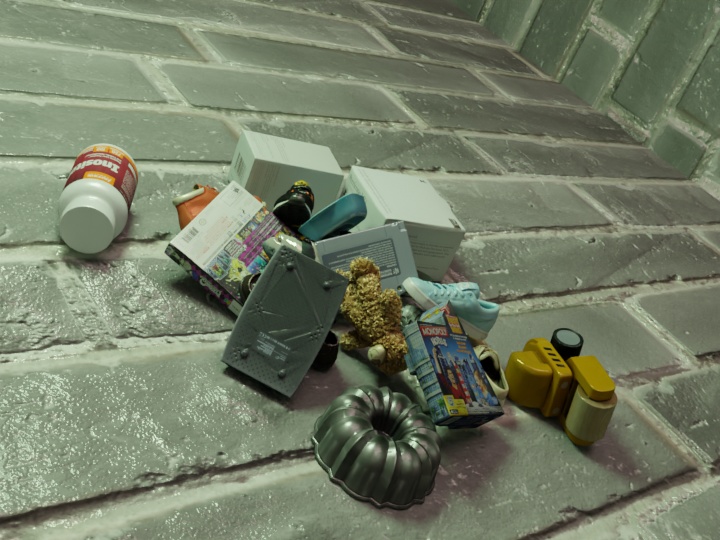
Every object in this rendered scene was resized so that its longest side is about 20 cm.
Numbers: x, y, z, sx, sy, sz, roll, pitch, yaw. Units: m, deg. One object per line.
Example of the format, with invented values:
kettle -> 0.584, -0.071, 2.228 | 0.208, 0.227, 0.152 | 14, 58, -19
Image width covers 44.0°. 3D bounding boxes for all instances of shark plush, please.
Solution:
shark plush -> -0.091, 0.032, 1.480 | 0.082, 0.203, 0.091 | -21, 10, 1

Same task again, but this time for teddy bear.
teddy bear -> 0.014, 0.078, 1.454 | 0.143, 0.204, 0.066 | -12, -1, 31

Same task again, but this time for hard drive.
hard drive -> -0.112, 0.077, 1.353 | 0.133, 0.202, 0.042 | 26, -13, 4

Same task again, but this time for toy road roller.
toy road roller -> 0.335, 0.203, 1.545 | 0.143, 0.125, 0.201 | -4, 36, -20

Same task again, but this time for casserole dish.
casserole dish -> -0.043, -0.089, 1.607 | 0.039, 0.120, 0.200 | 56, 9, 5

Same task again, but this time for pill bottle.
pill bottle -> -0.433, -0.118, 1.466 | 0.111, 0.114, 0.201 | 16, 30, -16

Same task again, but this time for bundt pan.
bundt pan -> 0.033, 0.241, 1.287 | 0.199, 0.077, 0.203 | 19, 29, -11

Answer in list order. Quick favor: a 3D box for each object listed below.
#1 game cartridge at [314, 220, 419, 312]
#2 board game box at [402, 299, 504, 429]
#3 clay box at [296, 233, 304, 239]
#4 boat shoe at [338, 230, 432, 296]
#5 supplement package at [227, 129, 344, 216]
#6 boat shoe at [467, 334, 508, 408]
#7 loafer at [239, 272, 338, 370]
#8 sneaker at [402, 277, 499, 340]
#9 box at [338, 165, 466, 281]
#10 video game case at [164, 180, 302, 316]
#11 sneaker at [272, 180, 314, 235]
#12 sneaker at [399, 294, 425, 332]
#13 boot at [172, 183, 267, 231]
game cartridge -> 0.000, 0.000, 1.552 | 0.197, 0.041, 0.136 | -14, 85, -17
board game box -> 0.128, 0.143, 1.397 | 0.199, 0.061, 0.203 | 14, 51, -57
clay box -> -0.133, -0.025, 1.616 | 0.197, 0.048, 0.116 | 16, 29, -18
boat shoe -> 0.043, -0.010, 1.613 | 0.198, 0.064, 0.074 | 23, 23, -4
supplement package -> -0.152, -0.189, 1.796 | 0.197, 0.119, 0.117 | 8, 32, -28
boat shoe -> 0.219, 0.166, 1.561 | 0.071, 0.066, 0.201 | 16, 30, -15
loafer -> -0.105, 0.068, 1.417 | 0.199, 0.071, 0.073 | 40, 45, 0
sneaker -> 0.162, 0.045, 1.556 | 0.198, 0.083, 0.074 | 28, 11, -30
box -> 0.075, -0.095, 1.805 | 0.197, 0.132, 0.200 | 7, 33, -30
video game case -> -0.203, -0.036, 1.497 | 0.181, 0.036, 0.201 | 40, 45, -4
sneaker -> -0.117, -0.127, 1.612 | 0.069, 0.092, 0.200 | 11, -13, -3
sneaker -> 0.084, 0.098, 1.576 | 0.081, 0.076, 0.200 | 4, 23, -22
boot -> -0.248, -0.114, 1.588 | 0.199, 0.074, 0.109 | -30, 95, -50
